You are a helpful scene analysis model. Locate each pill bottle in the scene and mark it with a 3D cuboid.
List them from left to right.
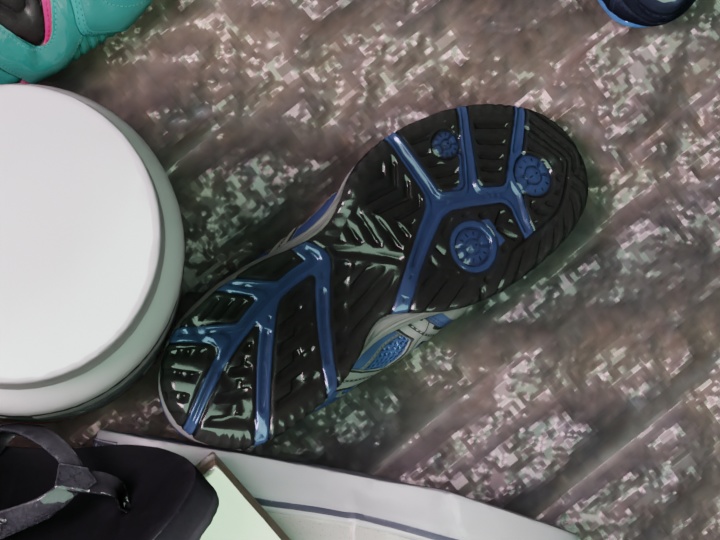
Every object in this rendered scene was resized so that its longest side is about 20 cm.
[{"bbox_3d":[-0.119,-0.004,0.935,0.113,0.200,0.115,0,85,-4],"label":"pill bottle"}]

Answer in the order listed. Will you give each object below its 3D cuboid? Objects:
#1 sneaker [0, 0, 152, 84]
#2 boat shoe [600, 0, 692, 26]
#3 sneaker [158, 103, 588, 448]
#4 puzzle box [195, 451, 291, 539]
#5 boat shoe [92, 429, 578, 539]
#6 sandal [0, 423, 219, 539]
[{"bbox_3d":[-0.175,-0.141,0.981,0.200,0.084,0.121,44,83,-11],"label":"sneaker"},{"bbox_3d":[0.108,-0.194,0.993,0.084,0.069,0.201,-16,99,-3],"label":"boat shoe"},{"bbox_3d":[0.000,0.000,1.023,0.199,0.077,0.076,-31,89,-18],"label":"sneaker"},{"bbox_3d":[-0.041,0.183,0.981,0.133,0.025,0.200,-39,100,3],"label":"puzzle box"},{"bbox_3d":[-0.012,0.112,1.021,0.199,0.071,0.070,12,86,-19],"label":"boat shoe"},{"bbox_3d":[-0.138,0.086,0.966,0.043,0.199,0.076,56,51,-36],"label":"sandal"}]
